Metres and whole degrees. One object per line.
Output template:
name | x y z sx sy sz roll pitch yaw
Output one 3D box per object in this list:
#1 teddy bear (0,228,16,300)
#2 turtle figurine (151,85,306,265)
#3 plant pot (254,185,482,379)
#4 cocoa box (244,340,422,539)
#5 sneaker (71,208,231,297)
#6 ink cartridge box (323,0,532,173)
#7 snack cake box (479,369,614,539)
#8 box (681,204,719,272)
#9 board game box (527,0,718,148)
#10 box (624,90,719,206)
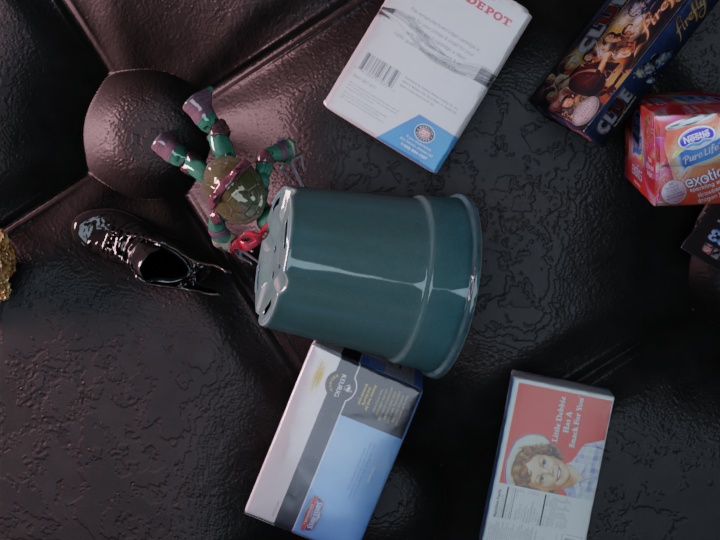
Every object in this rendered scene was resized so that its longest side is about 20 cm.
teddy bear | -0.483 -0.017 1.503 0.200 0.067 0.145 -14 84 10
turtle figurine | -0.134 -0.098 1.460 0.150 0.101 0.200 -44 85 5
plant pot | 0.000 0.000 1.381 0.196 0.200 0.201 10 95 -14
cocoa box | -0.025 0.187 1.451 0.131 0.133 0.200 22 95 1
sneaker | -0.235 -0.020 1.462 0.200 0.104 0.060 20 95 1
ink cartridge box | 0.074 -0.228 1.443 0.145 0.084 0.200 32 95 1
snack cake box | 0.206 0.222 1.476 0.115 0.067 0.200 11 94 4
box | 0.472 -0.058 1.390 0.200 0.050 0.199 37 108 35
board game box | 0.279 -0.235 1.407 0.035 0.135 0.200 35 95 -27
box | 0.338 -0.131 1.375 0.100 0.200 0.096 -2 103 3
